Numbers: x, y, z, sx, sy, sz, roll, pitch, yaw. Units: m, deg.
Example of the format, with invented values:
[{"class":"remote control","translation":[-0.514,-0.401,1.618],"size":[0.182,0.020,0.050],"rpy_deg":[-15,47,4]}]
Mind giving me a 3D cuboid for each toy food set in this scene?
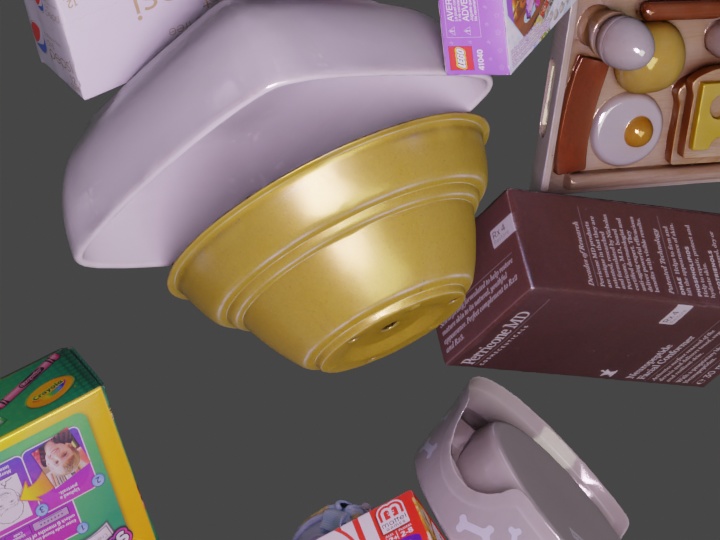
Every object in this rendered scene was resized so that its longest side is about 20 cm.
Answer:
[{"class":"toy food set","translation":[0.195,-0.107,1.724],"size":[0.199,0.060,0.144],"rpy_deg":[-5,115,-27]}]

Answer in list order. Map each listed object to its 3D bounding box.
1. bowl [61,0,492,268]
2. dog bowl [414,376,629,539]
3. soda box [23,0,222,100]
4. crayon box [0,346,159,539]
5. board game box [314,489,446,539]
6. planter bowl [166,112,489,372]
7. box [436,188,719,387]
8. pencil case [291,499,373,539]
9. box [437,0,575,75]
[{"class":"bowl","translation":[-0.055,-0.081,1.530],"size":[0.200,0.075,0.200],"rpy_deg":[-39,160,35]},{"class":"dog bowl","translation":[0.110,0.158,1.726],"size":[0.059,0.200,0.200],"rpy_deg":[-41,128,13]},{"class":"soda box","translation":[-0.079,-0.166,1.537],"size":[0.200,0.064,0.068],"rpy_deg":[-25,123,-18]},{"class":"crayon box","translation":[-0.223,0.143,1.607],"size":[0.200,0.058,0.119],"rpy_deg":[-27,124,-17]},{"class":"board game box","translation":[0.007,0.230,1.681],"size":[0.151,0.046,0.200],"rpy_deg":[-28,137,5]},{"class":"planter bowl","translation":[0.000,0.000,1.580],"size":[0.200,0.084,0.200],"rpy_deg":[-25,166,-7]},{"class":"box","translation":[0.150,0.012,1.723],"size":[0.199,0.075,0.100],"rpy_deg":[7,148,-30]},{"class":"pencil case","translation":[0.044,0.207,1.776],"size":[0.200,0.083,0.091],"rpy_deg":[21,69,-35]},{"class":"box","translation":[0.084,-0.199,1.541],"size":[0.039,0.200,0.137],"rpy_deg":[1,111,19]}]
